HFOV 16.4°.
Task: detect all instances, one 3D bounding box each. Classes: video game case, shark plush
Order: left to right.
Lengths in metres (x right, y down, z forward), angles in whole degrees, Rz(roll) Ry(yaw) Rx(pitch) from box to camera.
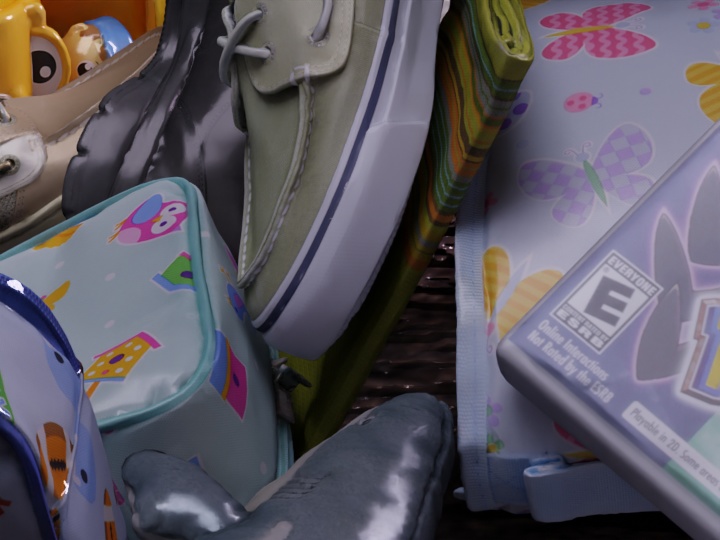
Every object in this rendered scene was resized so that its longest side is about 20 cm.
[{"bbox_3d":[-0.012,0.084,0.620,0.083,0.091,0.200,-26,7,8],"label":"shark plush"},{"bbox_3d":[0.169,0.022,0.668,0.200,0.023,0.182,40,76,23],"label":"video game case"}]

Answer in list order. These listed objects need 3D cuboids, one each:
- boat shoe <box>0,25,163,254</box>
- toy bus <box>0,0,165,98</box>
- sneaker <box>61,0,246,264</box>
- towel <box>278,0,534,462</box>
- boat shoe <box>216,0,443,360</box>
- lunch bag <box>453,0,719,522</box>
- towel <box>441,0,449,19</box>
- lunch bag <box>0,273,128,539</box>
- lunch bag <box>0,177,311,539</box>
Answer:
[{"bbox_3d":[-0.147,-0.037,0.955,0.200,0.065,0.072,-37,17,-6],"label":"boat shoe"},{"bbox_3d":[-0.124,-0.098,1.074,0.192,0.136,0.200,2,22,-7],"label":"toy bus"},{"bbox_3d":[-0.033,-0.073,0.898,0.091,0.076,0.200,15,70,15],"label":"sneaker"},{"bbox_3d":[0.000,0.000,0.777,0.018,0.200,0.086,22,24,-12],"label":"towel"},{"bbox_3d":[-0.013,-0.071,0.764,0.062,0.072,0.200,19,66,-16],"label":"boat shoe"},{"bbox_3d":[0.113,0.004,0.774,0.170,0.127,0.200,-6,36,7],"label":"lunch bag"},{"bbox_3d":[0.105,-0.065,0.927,0.200,0.034,0.133,12,56,6],"label":"towel"},{"bbox_3d":[-0.139,0.088,0.631,0.160,0.200,0.076,-9,36,2],"label":"lunch bag"},{"bbox_3d":[-0.113,0.058,0.775,0.200,0.077,0.160,-25,25,7],"label":"lunch bag"}]
